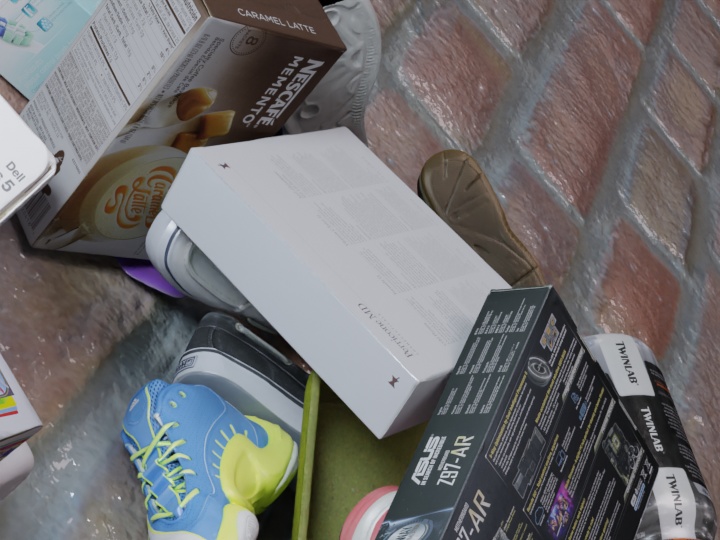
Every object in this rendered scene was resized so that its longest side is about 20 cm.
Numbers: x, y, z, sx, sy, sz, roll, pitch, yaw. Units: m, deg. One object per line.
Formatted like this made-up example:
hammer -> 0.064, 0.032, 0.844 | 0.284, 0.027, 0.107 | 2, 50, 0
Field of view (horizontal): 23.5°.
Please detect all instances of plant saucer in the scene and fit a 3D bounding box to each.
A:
plant saucer -> 0.030, 0.157, 1.058 | 0.199, 0.048, 0.202 | 7, 87, -37

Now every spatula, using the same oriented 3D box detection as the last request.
spatula -> -0.124, -0.048, 1.191 | 0.056, 0.021, 0.200 | 25, 30, -8

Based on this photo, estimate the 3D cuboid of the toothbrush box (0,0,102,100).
toothbrush box -> -0.182, -0.172, 1.175 | 0.200, 0.085, 0.147 | 43, 28, -21

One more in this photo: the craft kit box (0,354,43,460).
craft kit box -> -0.251, 0.034, 0.703 | 0.198, 0.200, 0.048 | 59, 26, 10

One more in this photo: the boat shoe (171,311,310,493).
boat shoe -> -0.032, 0.100, 1.110 | 0.199, 0.074, 0.068 | 34, 46, -16

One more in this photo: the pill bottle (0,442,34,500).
pill bottle -> -0.249, 0.039, 0.797 | 0.201, 0.112, 0.112 | 55, 27, 4

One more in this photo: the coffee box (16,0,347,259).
coffee box -> -0.119, -0.101, 1.050 | 0.114, 0.200, 0.080 | 6, 46, -48

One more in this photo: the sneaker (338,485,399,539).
sneaker -> 0.031, 0.227, 0.976 | 0.073, 0.086, 0.202 | -4, 94, -36

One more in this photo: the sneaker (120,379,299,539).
sneaker -> -0.106, 0.126, 0.980 | 0.105, 0.076, 0.200 | 39, 21, -1

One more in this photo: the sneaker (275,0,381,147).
sneaker -> -0.045, -0.162, 1.169 | 0.201, 0.080, 0.147 | 88, -19, -56

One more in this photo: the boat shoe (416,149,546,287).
boat shoe -> 0.104, -0.004, 1.446 | 0.065, 0.073, 0.201 | 149, -79, -79

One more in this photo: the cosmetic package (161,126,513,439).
cosmetic package -> 0.000, 0.000, 1.029 | 0.200, 0.052, 0.150 | 46, 30, 22

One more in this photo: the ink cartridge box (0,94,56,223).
ink cartridge box -> -0.232, -0.079, 0.890 | 0.146, 0.084, 0.200 | 49, -7, -8

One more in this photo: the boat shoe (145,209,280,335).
boat shoe -> -0.047, 0.003, 1.105 | 0.199, 0.074, 0.067 | 17, 13, -48

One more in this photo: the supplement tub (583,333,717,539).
supplement tub -> 0.202, 0.161, 1.352 | 0.122, 0.122, 0.201 | 25, 38, -43

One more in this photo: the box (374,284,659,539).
box -> 0.090, 0.135, 0.953 | 0.161, 0.043, 0.201 | 55, 46, -33
